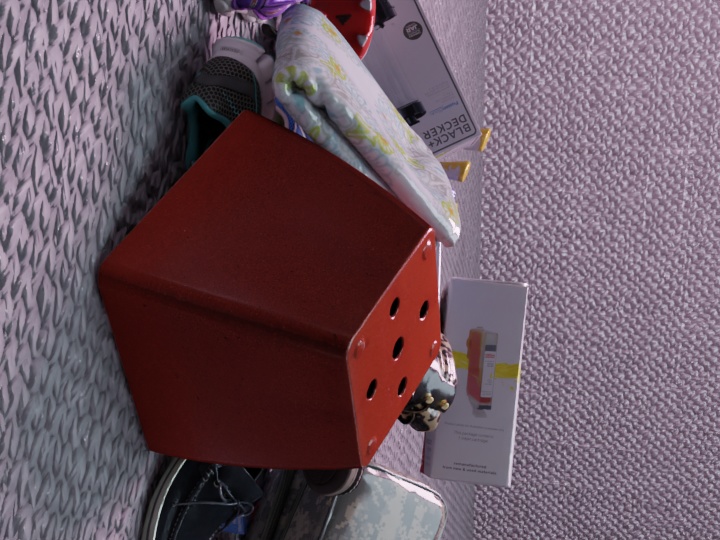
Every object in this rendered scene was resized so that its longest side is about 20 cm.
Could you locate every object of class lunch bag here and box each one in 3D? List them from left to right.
[{"bbox_3d":[-0.040,0.263,1.185,0.139,0.167,0.201,27,78,-31],"label":"lunch bag"}]

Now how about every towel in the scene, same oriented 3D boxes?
[{"bbox_3d":[0.004,-0.116,1.048,0.200,0.048,0.171,47,15,-21],"label":"towel"}]

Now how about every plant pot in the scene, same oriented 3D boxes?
[{"bbox_3d":[-0.048,0.033,0.957,0.200,0.176,0.200,-53,150,-37],"label":"plant pot"}]

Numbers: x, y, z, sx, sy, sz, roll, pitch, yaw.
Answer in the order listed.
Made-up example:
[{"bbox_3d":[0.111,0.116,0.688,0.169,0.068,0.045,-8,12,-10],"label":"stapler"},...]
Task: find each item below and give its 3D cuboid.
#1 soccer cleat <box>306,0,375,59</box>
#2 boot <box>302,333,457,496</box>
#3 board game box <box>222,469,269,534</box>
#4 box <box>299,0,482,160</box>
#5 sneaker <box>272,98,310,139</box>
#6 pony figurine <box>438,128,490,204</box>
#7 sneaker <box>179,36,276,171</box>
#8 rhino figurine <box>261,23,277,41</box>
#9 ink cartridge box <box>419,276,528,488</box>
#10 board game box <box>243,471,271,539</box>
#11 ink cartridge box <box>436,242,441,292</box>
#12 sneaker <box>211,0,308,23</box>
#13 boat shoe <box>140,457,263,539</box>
[{"bbox_3d":[-0.029,-0.299,1.259,0.085,0.068,0.201,-99,175,-75],"label":"soccer cleat"},{"bbox_3d":[0.017,0.110,1.121,0.150,0.073,0.201,31,50,-45],"label":"boot"},{"bbox_3d":[-0.102,0.121,1.212,0.200,0.036,0.152,-67,159,-57],"label":"board game box"},{"bbox_3d":[0.029,-0.199,1.316,0.060,0.116,0.201,141,-74,-83],"label":"box"},{"bbox_3d":[-0.081,-0.075,1.193,0.076,0.077,0.201,19,-86,56],"label":"sneaker"},{"bbox_3d":[0.024,-0.129,1.454,0.167,0.199,0.194,83,30,-70],"label":"pony figurine"},{"bbox_3d":[-0.108,-0.084,1.050,0.091,0.077,0.201,-52,143,-46],"label":"sneaker"},{"bbox_3d":[-0.055,-0.181,1.256,0.200,0.060,0.088,72,1,-61],"label":"rhino figurine"},{"bbox_3d":[0.115,0.114,1.324,0.145,0.083,0.201,95,2,-83],"label":"ink cartridge box"},{"bbox_3d":[-0.094,0.322,1.357,0.120,0.032,0.201,-51,145,-64],"label":"board game box"},{"bbox_3d":[0.005,0.045,1.340,0.200,0.144,0.146,92,0,-72],"label":"ink cartridge box"},{"bbox_3d":[-0.067,-0.249,1.118,0.200,0.083,0.081,-56,148,-70],"label":"sneaker"},{"bbox_3d":[-0.114,0.171,1.036,0.200,0.062,0.075,-61,153,-27],"label":"boat shoe"}]
